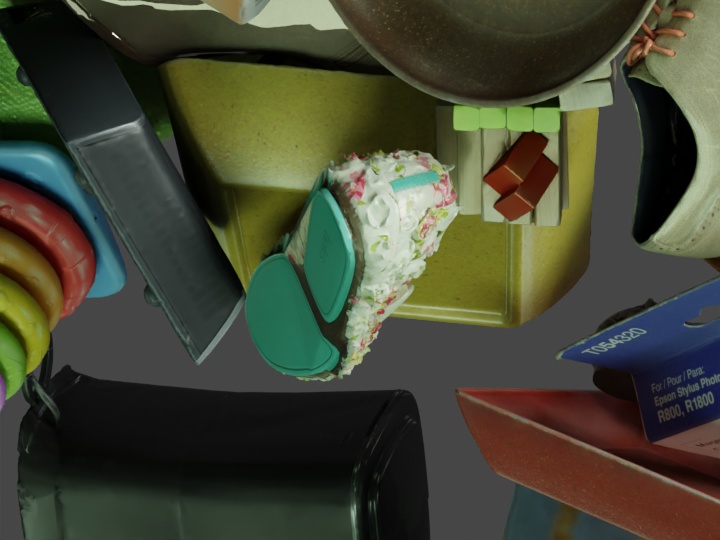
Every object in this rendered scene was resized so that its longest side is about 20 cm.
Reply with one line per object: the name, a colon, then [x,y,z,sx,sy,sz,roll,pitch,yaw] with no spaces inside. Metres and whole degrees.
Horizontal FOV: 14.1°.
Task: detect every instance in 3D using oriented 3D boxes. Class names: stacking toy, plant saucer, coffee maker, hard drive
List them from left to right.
stacking toy: [-0.201,0.040,1.446,0.109,0.201,0.116,-3,139,21]
hard drive: [-0.110,-0.049,1.324,0.042,0.200,0.135,-30,116,-4]
coffee maker: [-0.073,0.115,1.546,0.198,0.135,0.193,0,138,18]
plant saucer: [0.009,-0.027,1.363,0.198,0.049,0.200,5,157,5]
plant saucer: [0.056,-0.168,1.174,0.199,0.037,0.202,10,106,38]
plant saucer: [0.167,0.106,1.384,0.199,0.037,0.199,21,-171,32]

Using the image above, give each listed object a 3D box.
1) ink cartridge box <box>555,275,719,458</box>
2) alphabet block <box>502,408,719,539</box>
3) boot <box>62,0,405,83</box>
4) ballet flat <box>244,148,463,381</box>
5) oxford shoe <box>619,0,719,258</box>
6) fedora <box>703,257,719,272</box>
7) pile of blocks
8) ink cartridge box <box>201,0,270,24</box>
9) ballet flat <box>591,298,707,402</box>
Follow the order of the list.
ink cartridge box: [0.220,0.048,1.301,0.199,0.044,0.196,11,159,-27]
alphabet block: [0.167,0.208,1.530,0.195,0.196,0.201,10,140,10]
boot: [-0.037,-0.139,1.288,0.199,0.071,0.146,31,136,-25]
ballet flat: [0.000,0.000,1.289,0.064,0.076,0.200,-22,171,-19]
oxford shoe: [0.143,-0.100,1.157,0.074,0.070,0.202,-6,103,-23]
fedora: [0.218,-0.025,1.319,0.199,0.082,0.201,10,141,8]
pile of blocks: [0.081,-0.103,1.221,0.082,0.062,0.201,24,111,-2]
ink cartridge box: [-0.115,-0.202,1.178,0.199,0.050,0.162,29,156,12]
ballet flat: [0.213,0.048,1.444,0.198,0.047,0.068,7,153,5]
